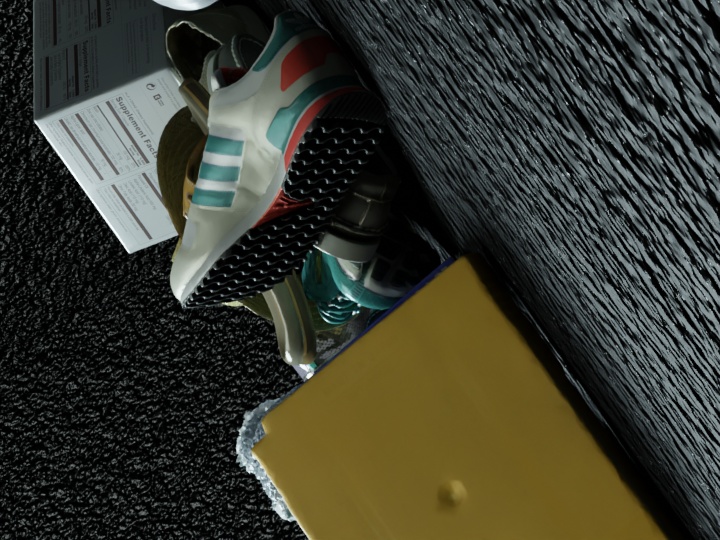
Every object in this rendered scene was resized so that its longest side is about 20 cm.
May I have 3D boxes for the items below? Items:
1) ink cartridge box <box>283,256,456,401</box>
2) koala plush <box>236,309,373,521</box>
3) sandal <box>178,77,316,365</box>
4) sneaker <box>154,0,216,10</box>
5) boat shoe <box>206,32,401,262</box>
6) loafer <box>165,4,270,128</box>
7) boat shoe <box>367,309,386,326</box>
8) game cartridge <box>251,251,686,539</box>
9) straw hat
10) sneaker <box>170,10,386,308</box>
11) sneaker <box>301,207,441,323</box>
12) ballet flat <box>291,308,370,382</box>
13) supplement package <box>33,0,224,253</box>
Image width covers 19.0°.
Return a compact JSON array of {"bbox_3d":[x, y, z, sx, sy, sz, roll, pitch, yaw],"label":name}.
[{"bbox_3d":[0.029,0.069,1.311,0.076,0.136,0.200,49,176,6],"label":"ink cartridge box"},{"bbox_3d":[-0.008,0.119,1.759,0.184,0.199,0.177,57,176,-25],"label":"koala plush"},{"bbox_3d":[-0.082,-0.029,1.375,0.080,0.054,0.202,117,132,-83],"label":"sandal"},{"bbox_3d":[-0.133,-0.228,1.282,0.200,0.073,0.071,53,179,42],"label":"sneaker"},{"bbox_3d":[-0.033,-0.089,1.322,0.072,0.061,0.202,7,-145,-37],"label":"boat shoe"},{"bbox_3d":[-0.078,-0.110,1.455,0.200,0.068,0.076,54,139,45],"label":"loafer"},{"bbox_3d":[0.041,0.047,1.553,0.091,0.071,0.200,58,169,-29],"label":"boat shoe"},{"bbox_3d":[0.055,0.121,1.182,0.201,0.176,0.032,55,-160,10],"label":"game cartridge"},{"bbox_3d":[-0.082,-0.019,1.512,0.200,0.085,0.202,26,-136,-28],"label":"straw hat"},{"bbox_3d":[-0.060,-0.064,1.237,0.200,0.070,0.094,-53,55,41],"label":"sneaker"},{"bbox_3d":[0.000,0.000,1.382,0.077,0.080,0.200,28,-173,-8],"label":"sneaker"},{"bbox_3d":[-0.020,0.012,1.591,0.072,0.072,0.201,56,-157,-19],"label":"ballet flat"},{"bbox_3d":[-0.163,-0.148,1.622,0.156,0.110,0.201,58,-162,-44],"label":"supplement package"}]
